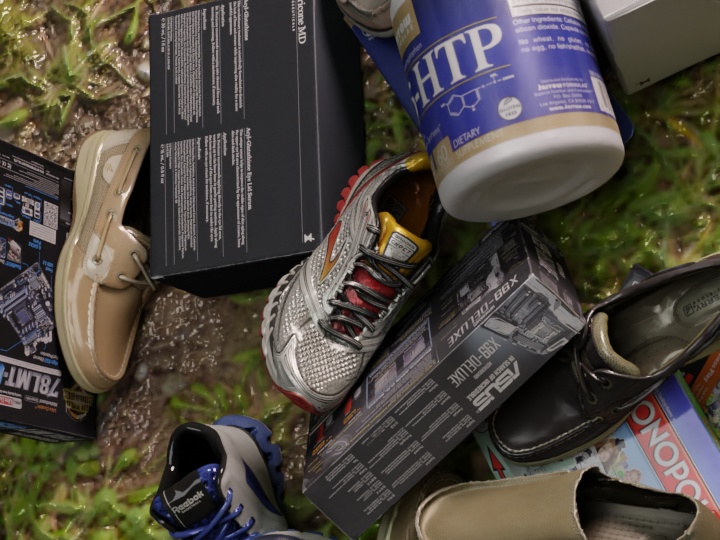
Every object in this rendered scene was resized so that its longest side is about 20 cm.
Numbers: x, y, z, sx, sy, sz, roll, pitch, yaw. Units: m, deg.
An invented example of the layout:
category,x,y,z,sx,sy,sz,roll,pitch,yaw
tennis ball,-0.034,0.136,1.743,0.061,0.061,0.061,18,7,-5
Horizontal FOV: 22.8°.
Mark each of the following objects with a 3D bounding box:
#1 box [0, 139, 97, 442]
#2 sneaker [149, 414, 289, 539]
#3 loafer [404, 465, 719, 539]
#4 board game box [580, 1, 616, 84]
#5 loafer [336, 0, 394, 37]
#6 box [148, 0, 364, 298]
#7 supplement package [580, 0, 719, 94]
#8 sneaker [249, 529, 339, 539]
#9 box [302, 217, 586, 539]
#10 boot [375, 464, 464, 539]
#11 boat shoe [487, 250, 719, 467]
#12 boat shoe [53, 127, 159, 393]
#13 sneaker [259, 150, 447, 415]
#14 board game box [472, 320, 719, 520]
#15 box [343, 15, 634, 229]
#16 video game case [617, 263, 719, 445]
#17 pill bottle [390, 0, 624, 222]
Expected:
category,x,y,z,sx,sy,sz,roll,pitch,yaw
box,-0.255,0.013,1.274,0.049,0.200,0.200,-4,77,25
sneaker,-0.087,0.183,1.198,0.080,0.115,0.200,-33,66,17
loafer,0.121,0.149,1.054,0.199,0.068,0.076,-1,45,15
board game box,0.094,-0.188,1.248,0.105,0.023,0.201,-37,66,17
loafer,-0.009,-0.237,1.248,0.072,0.063,0.201,-37,40,17
box,-0.074,-0.093,1.277,0.140,0.079,0.201,-9,74,27
supplement package,0.179,-0.240,1.153,0.119,0.121,0.201,-24,69,7
sneaker,-0.019,0.230,1.081,0.200,0.085,0.077,38,120,33
box,0.050,0.061,1.136,0.050,0.158,0.200,43,101,-11
boot,0.078,0.223,1.104,0.154,0.072,0.201,-2,82,50
boat shoe,0.154,0.048,1.078,0.200,0.065,0.073,-38,66,14
boat shoe,-0.177,-0.011,1.313,0.064,0.071,0.201,-5,75,26
sneaker,0.000,0.000,1.155,0.082,0.078,0.201,-25,36,60
board game box,0.165,0.141,1.104,0.134,0.029,0.201,-34,65,16
box,0.086,-0.135,1.211,0.121,0.032,0.201,-39,66,14
video game case,0.200,0.124,1.122,0.180,0.025,0.201,30,92,29
pill bottle,0.084,-0.143,1.128,0.119,0.120,0.201,-22,71,20
